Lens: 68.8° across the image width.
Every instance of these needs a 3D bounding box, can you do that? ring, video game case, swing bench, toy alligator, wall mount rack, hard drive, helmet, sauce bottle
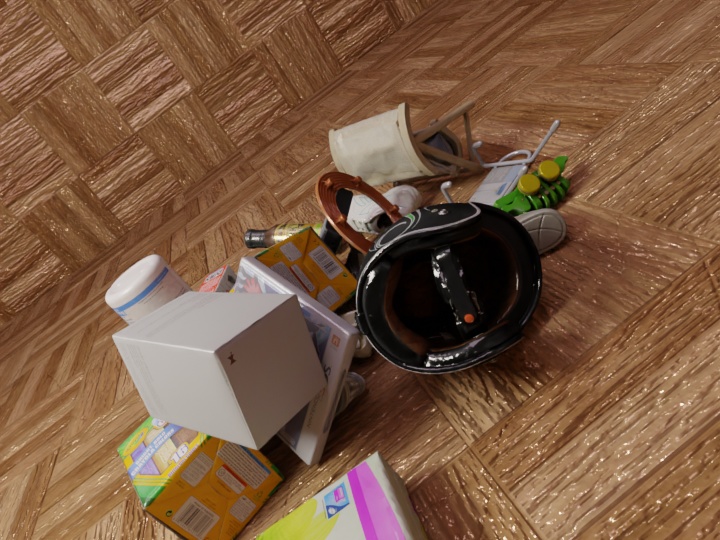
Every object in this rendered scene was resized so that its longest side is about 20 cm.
[{"bbox_3d":[0.015,-0.091,0.853,0.019,0.200,0.201,-45,19,31],"label":"ring"},{"bbox_3d":[-0.100,0.106,0.647,0.199,0.183,0.023,31,24,34],"label":"video game case"},{"bbox_3d":[0.082,-0.220,0.964,0.199,0.131,0.198,-17,10,-39],"label":"swing bench"},{"bbox_3d":[0.236,-0.096,0.749,0.199,0.059,0.054,-35,69,-15],"label":"toy alligator"},{"bbox_3d":[0.229,-0.161,0.844,0.173,0.075,0.200,2,46,50],"label":"wall mount rack"},{"bbox_3d":[-0.065,-0.023,0.893,0.140,0.033,0.201,-80,11,-54],"label":"hard drive"},{"bbox_3d":[0.098,0.016,0.590,0.199,0.201,0.191,-23,1,24],"label":"helmet"},{"bbox_3d":[-0.139,-0.063,1.063,0.199,0.065,0.065,-1,39,18],"label":"sauce bottle"}]

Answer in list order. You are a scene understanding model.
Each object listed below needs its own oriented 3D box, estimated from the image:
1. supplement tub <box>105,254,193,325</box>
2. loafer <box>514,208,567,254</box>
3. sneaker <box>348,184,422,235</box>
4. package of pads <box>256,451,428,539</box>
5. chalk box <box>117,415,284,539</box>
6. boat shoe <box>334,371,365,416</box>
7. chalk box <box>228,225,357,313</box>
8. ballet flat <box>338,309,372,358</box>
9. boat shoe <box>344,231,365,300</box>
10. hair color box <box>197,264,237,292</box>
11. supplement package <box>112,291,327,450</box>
[{"bbox_3d":[-0.381,0.081,1.034,0.131,0.200,0.132,-28,27,16],"label":"supplement tub"},{"bbox_3d":[0.178,-0.031,0.720,0.199,0.072,0.063,-21,12,15],"label":"loafer"},{"bbox_3d":[0.019,-0.104,1.007,0.199,0.071,0.080,-13,37,37],"label":"sneaker"},{"bbox_3d":[-0.009,0.273,0.436,0.154,0.068,0.200,-35,26,1],"label":"package of pads"},{"bbox_3d":[-0.211,0.236,0.672,0.124,0.125,0.200,-46,30,-19],"label":"chalk box"},{"bbox_3d":[-0.086,0.169,0.704,0.201,0.075,0.065,-20,-8,34],"label":"boat shoe"},{"bbox_3d":[-0.117,0.054,0.785,0.124,0.125,0.200,-35,-9,-45],"label":"chalk box"},{"bbox_3d":[0.018,0.081,0.723,0.199,0.070,0.070,-28,28,15],"label":"ballet flat"},{"bbox_3d":[0.001,0.001,0.857,0.066,0.072,0.201,-29,32,2],"label":"boat shoe"},{"bbox_3d":[-0.258,0.093,0.969,0.064,0.111,0.200,-25,28,19],"label":"hair color box"},{"bbox_3d":[-0.158,0.100,0.588,0.199,0.118,0.117,-1,24,40],"label":"supplement package"}]
